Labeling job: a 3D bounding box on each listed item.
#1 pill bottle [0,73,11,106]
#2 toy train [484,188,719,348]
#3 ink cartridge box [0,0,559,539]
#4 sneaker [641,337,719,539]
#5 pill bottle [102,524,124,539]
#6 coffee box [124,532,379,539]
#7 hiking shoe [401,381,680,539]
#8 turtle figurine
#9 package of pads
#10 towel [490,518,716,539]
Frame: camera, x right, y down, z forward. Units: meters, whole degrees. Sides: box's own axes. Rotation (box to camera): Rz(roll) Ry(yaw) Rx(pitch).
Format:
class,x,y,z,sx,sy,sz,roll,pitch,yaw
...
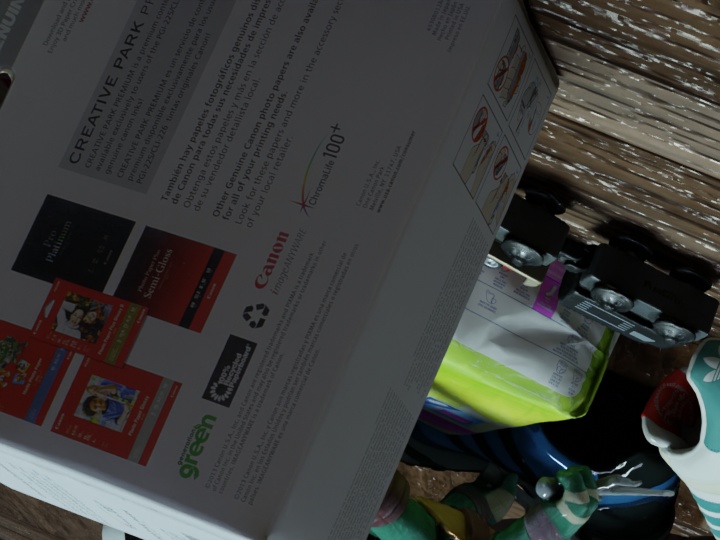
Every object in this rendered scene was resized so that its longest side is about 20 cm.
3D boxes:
class,x,y,z,sx,sy,sz,roll,pitch,yaw
pill bottle,-0.139,-0.012,0.989,0.113,0.114,0.200,35,-176,-33
toy train,0.046,-0.022,0.959,0.199,0.034,0.046,27,159,-10
ink cartridge box,-0.055,-0.016,0.822,0.175,0.201,0.084,18,165,23
sneaker,0.167,0.077,1.061,0.093,0.070,0.200,29,164,10
pill bottle,-0.068,0.120,1.311,0.112,0.201,0.113,23,166,6
coffee box,-0.012,0.158,1.139,0.200,0.080,0.113,42,-160,-28
hiking shoe,0.068,0.060,1.184,0.199,0.074,0.087,25,139,10
turtle figurine,0.047,0.111,1.065,0.200,0.101,0.150,31,164,-18
package of pads,0.000,0.000,1.049,0.200,0.068,0.154,28,165,-13
towel,0.173,0.172,1.176,0.190,0.032,0.200,3,-161,-26
